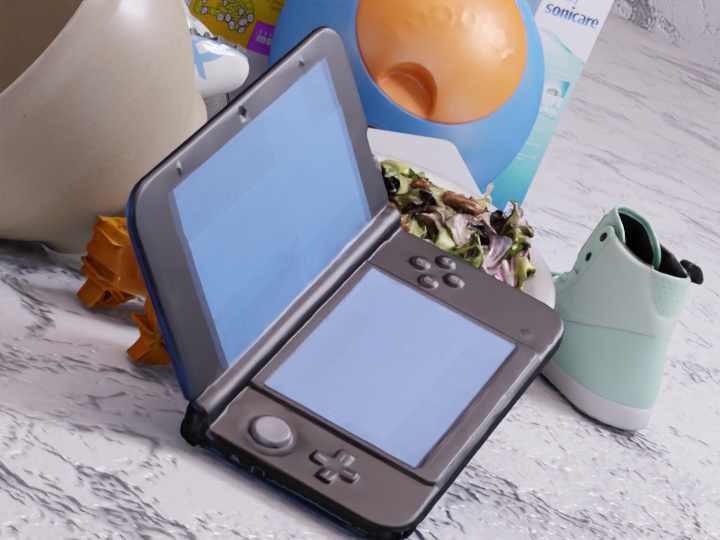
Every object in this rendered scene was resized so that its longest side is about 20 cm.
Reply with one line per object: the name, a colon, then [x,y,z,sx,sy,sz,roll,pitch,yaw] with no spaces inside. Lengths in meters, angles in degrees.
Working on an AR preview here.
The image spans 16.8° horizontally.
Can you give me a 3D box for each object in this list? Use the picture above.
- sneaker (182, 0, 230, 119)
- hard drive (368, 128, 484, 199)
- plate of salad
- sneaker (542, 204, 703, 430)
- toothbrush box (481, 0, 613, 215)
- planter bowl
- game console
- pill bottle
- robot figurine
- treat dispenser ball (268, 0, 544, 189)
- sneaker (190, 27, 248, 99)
sneaker: [-0.136,-0.143,1.644,0.201,0.077,0.086,62,5,-48]
hard drive: [0.028,-0.023,1.513,0.131,0.026,0.201,7,33,-24]
plate of salad: [0.026,-0.024,1.441,0.198,0.048,0.201,16,31,-10]
sneaker: [0.137,0.006,1.530,0.073,0.119,0.200,11,16,-37]
toothbrush box: [0.085,-0.156,1.895,0.085,0.201,0.146,9,19,-46]
planter bowl: [-0.166,-0.094,1.297,0.135,0.200,0.200,47,-2,-34]
game console: [-0.001,0.002,1.152,0.170,0.119,0.200,27,41,15]
pill bottle: [-0.081,-0.213,1.828,0.104,0.201,0.104,22,13,-6]
robot figurine: [-0.042,0.024,1.278,0.199,0.059,0.145,14,17,-33]
treat dispenser ball: [0.032,-0.143,1.749,0.199,0.202,0.201,22,13,-5]
sneaker: [-0.156,-0.108,1.516,0.199,0.073,0.072,-9,-11,-34]
